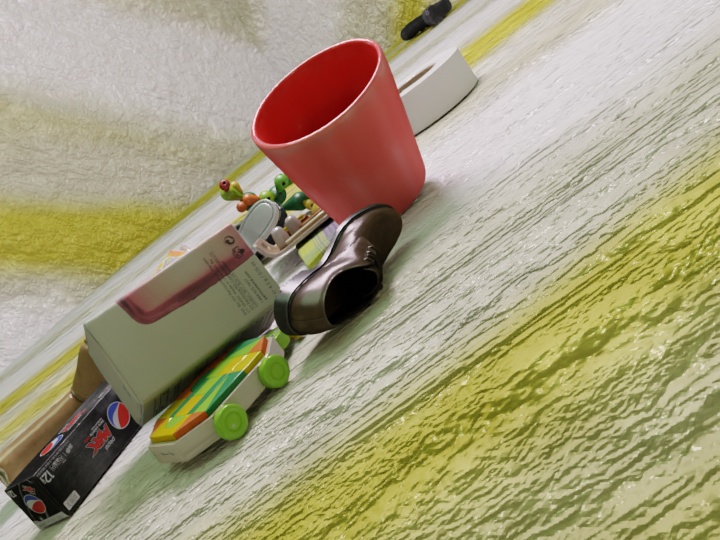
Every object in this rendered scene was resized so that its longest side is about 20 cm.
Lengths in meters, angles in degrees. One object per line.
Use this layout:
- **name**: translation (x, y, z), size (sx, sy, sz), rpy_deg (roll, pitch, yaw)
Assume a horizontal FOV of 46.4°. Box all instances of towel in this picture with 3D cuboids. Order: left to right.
- **towel**: translation (-0.005, -0.079, 1.188), size (0.199, 0.023, 0.144), rpy_deg (-39, 15, 0)

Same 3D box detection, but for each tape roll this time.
- **tape roll**: translation (0.110, -0.312, 1.510), size (0.201, 0.071, 0.203), rpy_deg (-35, 15, 11)

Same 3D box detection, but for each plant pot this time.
- **plant pot**: translation (-0.014, -0.162, 1.074), size (0.197, 0.178, 0.203), rpy_deg (-24, 37, 19)

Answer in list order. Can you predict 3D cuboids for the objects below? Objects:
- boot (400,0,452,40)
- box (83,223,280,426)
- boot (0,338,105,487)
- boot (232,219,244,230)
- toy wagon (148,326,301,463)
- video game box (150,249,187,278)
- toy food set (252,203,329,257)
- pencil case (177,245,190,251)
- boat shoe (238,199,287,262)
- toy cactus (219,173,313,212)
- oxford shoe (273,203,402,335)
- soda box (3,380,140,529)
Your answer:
- **boot**: translation (0.205, -0.857, 2.908), size (0.198, 0.067, 0.164), rpy_deg (-16, 18, 48)
- **box**: translation (-0.198, 0.062, 0.948), size (0.199, 0.110, 0.128), rpy_deg (-37, -7, -25)
- **boot**: translation (-0.420, 0.204, 1.163), size (0.200, 0.066, 0.177), rpy_deg (-45, -20, -31)
- **boot**: translation (-0.260, -0.014, 1.506), size (0.200, 0.073, 0.144), rpy_deg (-46, 15, -17)
- **toy wagon**: translation (-0.133, 0.117, 0.869), size (0.154, 0.040, 0.200), rpy_deg (-19, 24, 51)
- **video game box**: translation (-0.235, 0.059, 1.106), size (0.197, 0.047, 0.184), rpy_deg (4, 51, 44)
- **toy food set**: translation (-0.078, -0.098, 1.264), size (0.199, 0.061, 0.144), rpy_deg (-38, 7, 0)
- **pencil case**: translation (-0.312, 0.055, 1.340), size (0.201, 0.077, 0.089), rpy_deg (-53, 9, -15)
- **boat shoe**: translation (-0.194, -0.028, 1.407), size (0.200, 0.076, 0.060), rpy_deg (-45, -25, 10)
- **toy cactus**: translation (-0.158, -0.131, 1.506), size (0.195, 0.104, 0.166), rpy_deg (-12, -24, -18)
- **oxford shoe**: translation (0.000, 0.000, 0.877), size (0.083, 0.074, 0.201), rpy_deg (0, 39, 40)
- **soda box**: translation (-0.330, 0.209, 1.013), size (0.070, 0.064, 0.201), rpy_deg (-28, 17, 34)
